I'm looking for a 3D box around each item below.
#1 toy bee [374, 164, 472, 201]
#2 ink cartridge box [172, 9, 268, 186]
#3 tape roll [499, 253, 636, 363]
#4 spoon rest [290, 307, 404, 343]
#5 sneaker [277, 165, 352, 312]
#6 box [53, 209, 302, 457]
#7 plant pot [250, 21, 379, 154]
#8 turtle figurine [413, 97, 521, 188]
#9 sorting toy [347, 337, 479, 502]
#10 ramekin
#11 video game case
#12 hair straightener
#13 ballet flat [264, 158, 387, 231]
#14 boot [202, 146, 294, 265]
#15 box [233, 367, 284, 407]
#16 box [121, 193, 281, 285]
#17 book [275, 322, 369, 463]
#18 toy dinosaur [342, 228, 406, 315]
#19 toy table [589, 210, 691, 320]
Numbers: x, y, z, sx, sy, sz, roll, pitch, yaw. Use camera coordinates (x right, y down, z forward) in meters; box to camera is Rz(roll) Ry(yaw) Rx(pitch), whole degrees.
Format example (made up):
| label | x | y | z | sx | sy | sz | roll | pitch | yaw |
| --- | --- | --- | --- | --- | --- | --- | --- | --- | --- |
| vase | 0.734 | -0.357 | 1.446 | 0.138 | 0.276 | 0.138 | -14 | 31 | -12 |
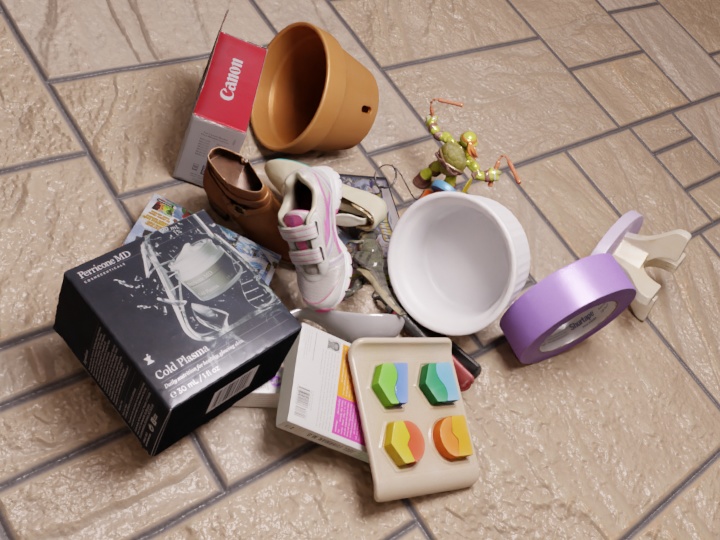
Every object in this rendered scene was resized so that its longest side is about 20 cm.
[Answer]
| label | x | y | z | sx | sy | sz | roll | pitch | yaw |
| --- | --- | --- | --- | --- | --- | --- | --- | --- | --- |
| toy bee | 0.130 | -0.102 | 1.328 | 0.201 | 0.131 | 0.109 | 55 | 5 | 31 |
| ink cartridge box | -0.201 | -0.251 | 1.229 | 0.083 | 0.176 | 0.202 | 18 | 50 | -14 |
| tape roll | 0.310 | 0.060 | 1.245 | 0.198 | 0.201 | 0.066 | -13 | 62 | -34 |
| spoon rest | -0.035 | 0.079 | 1.128 | 0.198 | 0.099 | 0.061 | -5 | 73 | -21 |
| sneaker | -0.070 | -0.045 | 1.094 | 0.088 | 0.081 | 0.203 | 9 | 70 | -59 |
| box | -0.211 | 0.067 | 0.964 | 0.197 | 0.124 | 0.199 | 47 | 48 | 14 |
| plant pot | -0.065 | -0.275 | 1.325 | 0.139 | 0.200 | 0.202 | 10 | 49 | -43 |
| turtle figurine | 0.158 | -0.170 | 1.366 | 0.200 | 0.162 | 0.064 | 43 | 47 | 9 |
| sorting toy | 0.076 | 0.186 | 1.076 | 0.184 | 0.036 | 0.202 | 4 | 70 | -40 |
| ramekin | 0.147 | -0.015 | 1.196 | 0.201 | 0.201 | 0.097 | 50 | 29 | 15 |
| video game case | -0.016 | -0.068 | 1.290 | 0.179 | 0.026 | 0.202 | 1 | 55 | -27 |
| hair straightener | 0.099 | 0.091 | 1.229 | 0.200 | 0.041 | 0.077 | 40 | 33 | 12 |
| ballet flat | -0.058 | -0.107 | 1.226 | 0.198 | 0.070 | 0.070 | 19 | 47 | 4 |
| boot | -0.133 | -0.085 | 1.146 | 0.198 | 0.155 | 0.074 | 28 | 70 | 1 |
| box | -0.190 | 0.141 | 1.027 | 0.198 | 0.042 | 0.039 | 5 | 53 | -23 |
| box | -0.220 | -0.006 | 1.124 | 0.198 | 0.040 | 0.138 | 27 | 47 | -7 |
| book | -0.011 | 0.166 | 1.061 | 0.199 | 0.048 | 0.135 | 29 | 50 | -29 |
| toy dinosaur | 0.000 | 0.000 | 1.180 | 0.087 | 0.048 | 0.201 | -15 | 42 | -1 |
| toy table | 0.471 | -0.012 | 1.419 | 0.117 | 0.185 | 0.200 | 33 | 53 | 23 |
